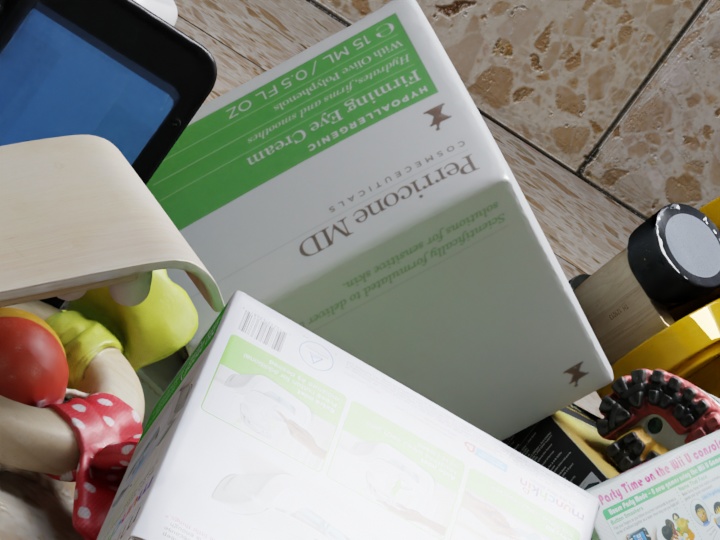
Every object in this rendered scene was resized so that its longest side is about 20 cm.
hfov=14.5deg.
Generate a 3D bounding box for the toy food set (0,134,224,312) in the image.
[{"bbox_3d":[-0.182,0.001,1.362,0.200,0.060,0.144,-11,31,-18],"label":"toy food set"}]

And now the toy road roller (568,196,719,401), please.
[{"bbox_3d":[0.219,0.037,1.709,0.200,0.123,0.146,-21,76,-45],"label":"toy road roller"}]

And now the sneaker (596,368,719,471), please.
[{"bbox_3d":[0.227,0.122,1.565,0.200,0.078,0.082,41,12,24],"label":"sneaker"}]

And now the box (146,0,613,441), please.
[{"bbox_3d":[0.000,0.000,1.573,0.200,0.199,0.171,59,4,-48],"label":"box"}]

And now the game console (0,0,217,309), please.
[{"bbox_3d":[-0.196,-0.065,1.449,0.116,0.200,0.176,38,11,15],"label":"game console"}]

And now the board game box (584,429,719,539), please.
[{"bbox_3d":[0.175,0.195,1.442,0.148,0.064,0.200,-17,80,-49],"label":"board game box"}]

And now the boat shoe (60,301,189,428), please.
[{"bbox_3d":[-0.132,0.032,1.586,0.200,0.069,0.071,42,10,25],"label":"boat shoe"}]

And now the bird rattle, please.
[{"bbox_3d":[-0.154,0.065,1.395,0.163,0.113,0.200,14,37,-18],"label":"bird rattle"}]

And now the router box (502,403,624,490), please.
[{"bbox_3d":[0.169,0.148,1.635,0.200,0.052,0.157,28,12,-39],"label":"router box"}]

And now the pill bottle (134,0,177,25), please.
[{"bbox_3d":[-0.199,-0.094,1.563,0.113,0.200,0.113,35,10,-7],"label":"pill bottle"}]

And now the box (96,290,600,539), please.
[{"bbox_3d":[-0.010,0.134,1.250,0.200,0.097,0.176,30,38,-9],"label":"box"}]
